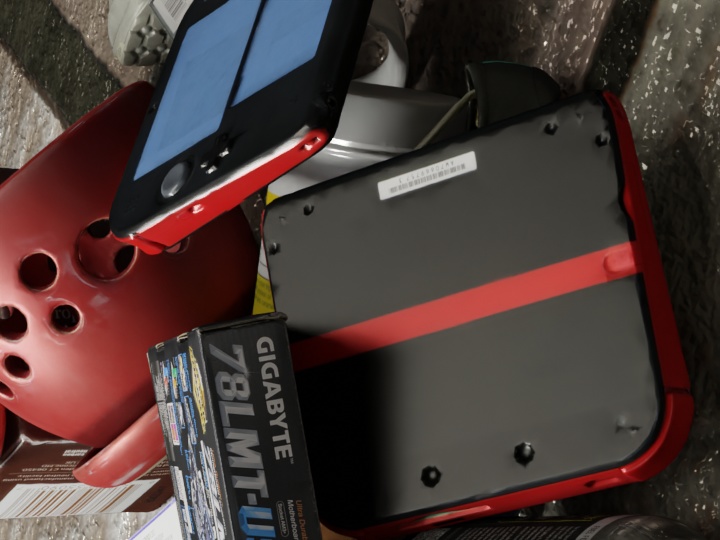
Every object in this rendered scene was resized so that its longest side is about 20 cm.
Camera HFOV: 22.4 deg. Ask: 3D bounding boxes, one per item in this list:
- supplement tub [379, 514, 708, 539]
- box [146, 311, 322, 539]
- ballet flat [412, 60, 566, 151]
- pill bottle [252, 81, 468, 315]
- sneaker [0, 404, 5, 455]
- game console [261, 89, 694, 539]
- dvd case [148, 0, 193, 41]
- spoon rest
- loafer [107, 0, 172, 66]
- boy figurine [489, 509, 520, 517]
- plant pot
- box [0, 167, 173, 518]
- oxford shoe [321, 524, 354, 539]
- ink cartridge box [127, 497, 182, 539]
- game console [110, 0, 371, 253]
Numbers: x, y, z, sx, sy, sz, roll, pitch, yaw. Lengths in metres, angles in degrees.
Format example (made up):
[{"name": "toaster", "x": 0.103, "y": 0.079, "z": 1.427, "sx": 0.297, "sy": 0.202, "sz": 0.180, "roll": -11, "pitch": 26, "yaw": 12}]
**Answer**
[{"name": "supplement tub", "x": 0.092, "y": 0.173, "z": 0.829, "sx": 0.199, "sy": 0.122, "sz": 0.123, "roll": -10, "pitch": 80, "yaw": 48}, {"name": "box", "x": -0.058, "y": 0.127, "z": 0.908, "sx": 0.198, "sy": 0.049, "sz": 0.201, "roll": 157, "pitch": 102, "yaw": -75}, {"name": "ballet flat", "x": 0.040, "y": -0.017, "z": 0.922, "sx": 0.068, "sy": 0.068, "sz": 0.201, "roll": 136, "pitch": 159, "yaw": -78}, {"name": "pill bottle", "x": 0.000, "y": 0.000, "z": 1.004, "sx": 0.114, "sy": 0.114, "sz": 0.201, "roll": 22, "pitch": 107, "yaw": 56}, {"name": "sneaker", "x": -0.308, "y": 0.066, "z": 1.174, "sx": 0.200, "sy": 0.115, "sz": 0.079, "roll": 53, "pitch": 131, "yaw": 44}, {"name": "game console", "x": 0.049, "y": 0.026, "z": 0.854, "sx": 0.199, "sy": 0.031, "sz": 0.178, "roll": -17, "pitch": 73, "yaw": 26}, {"name": "dvd case", "x": -0.048, "y": -0.206, "z": 1.122, "sx": 0.200, "sy": 0.022, "sz": 0.146, "roll": -52, "pitch": 44, "yaw": 16}, {"name": "spoon rest", "x": -0.016, "y": -0.092, "z": 1.091, "sx": 0.200, "sy": 0.060, "sz": 0.100, "roll": 114, "pitch": 159, "yaw": -48}, {"name": "loafer", "x": -0.137, "y": -0.225, "z": 1.267, "sx": 0.200, "sy": 0.070, "sz": 0.070, "roll": -53, "pitch": 51, "yaw": 47}, {"name": "boy figurine", "x": 0.090, "y": 0.051, "z": 0.908, "sx": 0.201, "sy": 0.064, "sz": 0.125, "roll": -65, "pitch": 36, "yaw": 35}, {"name": "plant pot", "x": -0.146, "y": 0.014, "z": 1.096, "sx": 0.183, "sy": 0.200, "sz": 0.200, "roll": 47, "pitch": 140, "yaw": -3}, {"name": "box", "x": -0.204, "y": 0.055, "z": 1.272, "sx": 0.164, "sy": 0.165, "sz": 0.201, "roll": -42, "pitch": 55, "yaw": 50}, {"name": "oxford shoe", "x": -0.034, "y": 0.184, "z": 1.090, "sx": 0.071, "sy": 0.071, "sz": 0.201, "roll": 41, "pitch": 124, "yaw": 49}, {"name": "ink cartridge box", "x": -0.130, "y": 0.282, "z": 1.259, "sx": 0.198, "sy": 0.043, "sz": 0.201, "roll": -42, "pitch": 56, "yaw": 48}, {"name": "game console", "x": -0.056, "y": -0.112, "z": 0.970, "sx": 0.177, "sy": 0.031, "sz": 0.201, "roll": -30, "pitch": 36, "yaw": 44}]
